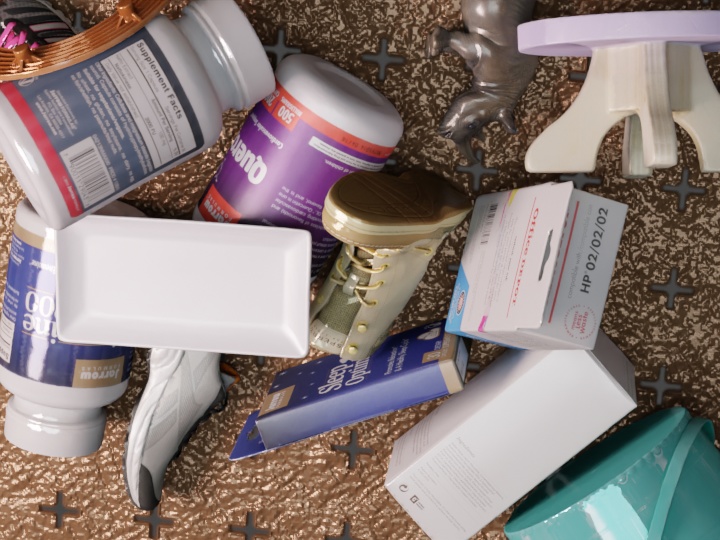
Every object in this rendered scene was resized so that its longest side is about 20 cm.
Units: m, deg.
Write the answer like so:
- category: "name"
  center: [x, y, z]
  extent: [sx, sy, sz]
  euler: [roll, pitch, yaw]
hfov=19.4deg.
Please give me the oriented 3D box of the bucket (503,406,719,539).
- category: "bucket"
  center: [0.223, 0.210, 1.665]
  extent: [0.207, 0.207, 0.135]
  euler: [-34, 93, 13]

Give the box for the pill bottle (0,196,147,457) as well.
- category: "pill bottle"
  center: [-0.237, 0.045, 1.712]
  extent: [0.111, 0.111, 0.200]
  euler: [11, 106, 3]

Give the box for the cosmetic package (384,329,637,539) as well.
- category: "cosmetic package"
  center: [0.121, 0.124, 1.698]
  extent: [0.200, 0.108, 0.085]
  euler: [-39, 98, 16]

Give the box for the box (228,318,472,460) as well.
- category: "box"
  center: [-0.011, 0.094, 1.696]
  extent: [0.200, 0.121, 0.032]
  euler: [-19, 103, 11]

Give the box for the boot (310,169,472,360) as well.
- category: "boot"
  center: [0.000, 0.000, 1.635]
  extent: [0.073, 0.200, 0.155]
  euler: [38, 108, 15]

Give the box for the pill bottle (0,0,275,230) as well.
- category: "pill bottle"
  center: [-0.172, -0.127, 1.582]
  extent: [0.200, 0.120, 0.120]
  euler: [-30, 101, -12]

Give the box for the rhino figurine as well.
- category: "rhino figurine"
  center: [0.096, -0.179, 1.643]
  extent: [0.087, 0.060, 0.200]
  euler: [0, 108, -5]

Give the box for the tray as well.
- category: "tray"
  center: [-0.136, 0.009, 1.624]
  extent: [0.200, 0.022, 0.107]
  euler: [4, 109, 6]

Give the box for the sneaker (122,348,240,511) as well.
- category: "sneaker"
  center: [-0.148, 0.111, 1.743]
  extent: [0.079, 0.074, 0.200]
  euler: [17, 106, -4]

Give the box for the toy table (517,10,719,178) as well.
- category: "toy table"
  center: [0.221, -0.132, 1.592]
  extent: [0.200, 0.184, 0.117]
  euler: [-1, 90, 12]

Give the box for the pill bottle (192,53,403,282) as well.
- category: "pill bottle"
  center: [-0.059, -0.063, 1.663]
  extent: [0.112, 0.112, 0.200]
  euler: [31, 106, -3]

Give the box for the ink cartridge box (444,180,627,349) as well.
- category: "ink cartridge box"
  center: [0.139, -0.001, 1.596]
  extent: [0.068, 0.200, 0.115]
  euler: [15, 84, -16]

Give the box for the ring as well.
- category: "ring"
  center: [-0.228, -0.210, 1.602]
  extent: [0.200, 0.200, 0.019]
  euler: [-14, 126, 10]

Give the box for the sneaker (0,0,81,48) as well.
- category: "sneaker"
  center: [-0.250, -0.160, 1.671]
  extent: [0.200, 0.087, 0.074]
  euler: [34, 106, -3]
